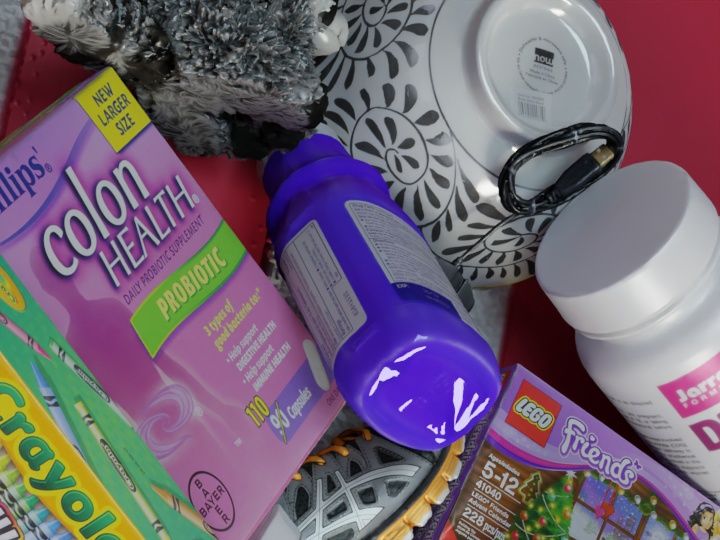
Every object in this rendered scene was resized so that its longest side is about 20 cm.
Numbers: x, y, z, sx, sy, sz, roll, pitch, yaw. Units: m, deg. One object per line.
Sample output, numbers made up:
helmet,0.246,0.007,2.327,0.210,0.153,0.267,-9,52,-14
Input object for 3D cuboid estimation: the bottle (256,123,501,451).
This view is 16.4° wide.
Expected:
bottle,0.000,0.000,1.215,0.065,0.200,0.083,-44,131,13

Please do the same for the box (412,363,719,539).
box,0.120,0.159,1.281,0.200,0.039,0.137,35,64,-18

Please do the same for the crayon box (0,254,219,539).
crayon box,-0.150,0.096,1.031,0.200,0.119,0.058,53,19,-10

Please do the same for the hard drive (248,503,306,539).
hard drive,-0.013,0.224,1.144,0.200,0.027,0.132,55,36,-17

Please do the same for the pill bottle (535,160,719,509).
pill bottle,0.184,0.044,1.313,0.200,0.113,0.114,48,60,-29

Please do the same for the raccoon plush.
raccoon plush,-0.072,-0.146,1.219,0.200,0.097,0.134,42,48,-52

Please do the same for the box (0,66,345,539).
box,-0.121,0.037,1.139,0.200,0.097,0.176,53,30,-8

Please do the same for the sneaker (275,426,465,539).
sneaker,-0.022,0.120,1.230,0.077,0.078,0.200,45,62,-7

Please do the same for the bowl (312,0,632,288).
bowl,0.075,-0.098,1.323,0.200,0.094,0.201,7,75,-27

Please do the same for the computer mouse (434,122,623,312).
computer mouse,0.059,-0.002,1.272,0.200,0.034,0.059,-44,123,3
